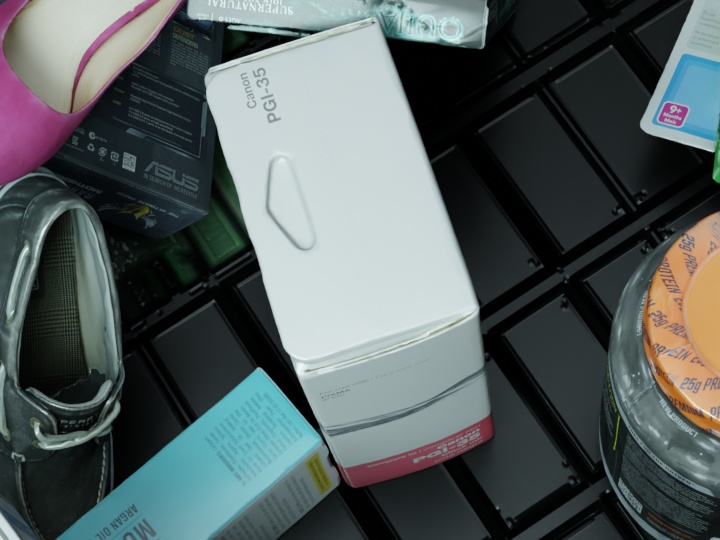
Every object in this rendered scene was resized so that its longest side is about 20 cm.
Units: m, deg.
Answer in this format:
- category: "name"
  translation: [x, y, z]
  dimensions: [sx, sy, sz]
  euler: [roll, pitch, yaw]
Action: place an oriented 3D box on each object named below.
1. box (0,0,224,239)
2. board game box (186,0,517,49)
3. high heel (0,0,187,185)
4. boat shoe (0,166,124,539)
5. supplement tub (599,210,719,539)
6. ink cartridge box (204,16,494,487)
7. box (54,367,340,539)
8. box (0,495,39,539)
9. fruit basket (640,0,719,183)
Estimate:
- category: "box"
  translation: [-0.159, -0.121, 0.913]
  dimensions: [0.051, 0.199, 0.159]
  euler: [-22, 57, 44]
- category: "board game box"
  translation: [0.004, -0.135, 0.902]
  dimensions: [0.134, 0.200, 0.028]
  euler: [7, 104, 8]
- category: "high heel"
  translation: [-0.117, -0.114, 0.839]
  dimensions: [0.067, 0.096, 0.200]
  euler: [51, 44, -12]
- category: "boat shoe"
  translation: [-0.145, 0.054, 0.858]
  dimensions: [0.072, 0.071, 0.201]
  euler: [-16, 112, -28]
- category: "supplement tub"
  translation: [0.167, 0.051, 0.812]
  dimensions: [0.122, 0.200, 0.123]
  euler: [-2, 71, 5]
- category: "ink cartridge box"
  translation: [0.000, 0.000, 0.845]
  dimensions: [0.082, 0.200, 0.147]
  euler: [-18, 70, -1]
- category: "box"
  translation: [-0.102, 0.137, 0.871]
  dimensions: [0.200, 0.082, 0.049]
  euler: [-40, 71, -9]
- category: "box"
  translation: [-0.120, 0.187, 0.661]
  dimensions: [0.116, 0.060, 0.200]
  euler: [-37, 73, -9]
- category: "fruit basket"
  translation: [0.258, -0.121, 0.922]
  dimensions: [0.184, 0.094, 0.201]
  euler: [22, 71, 13]
